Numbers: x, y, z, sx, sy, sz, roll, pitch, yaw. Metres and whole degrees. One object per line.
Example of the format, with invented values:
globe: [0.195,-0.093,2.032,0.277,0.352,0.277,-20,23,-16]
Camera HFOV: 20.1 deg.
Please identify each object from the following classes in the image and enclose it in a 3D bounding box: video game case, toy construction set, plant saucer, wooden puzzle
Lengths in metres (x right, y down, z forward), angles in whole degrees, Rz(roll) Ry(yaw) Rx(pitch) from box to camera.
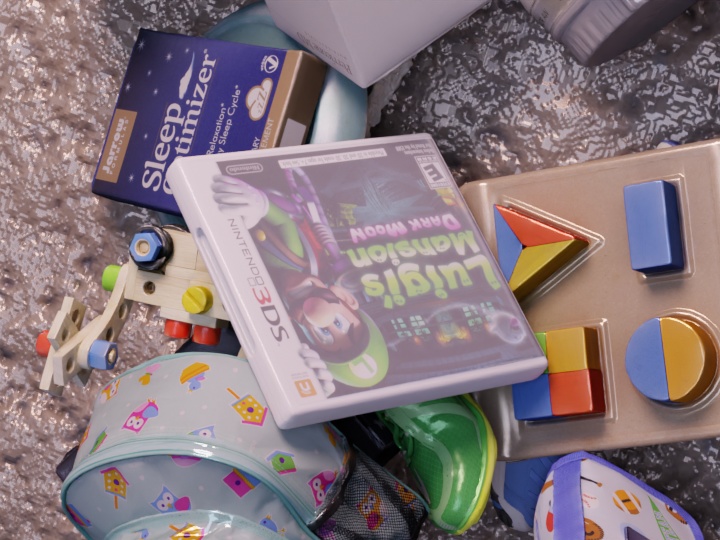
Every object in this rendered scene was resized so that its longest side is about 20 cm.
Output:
video game case: [0.000,0.000,1.246,0.023,0.199,0.182,-50,58,45]
toy construction set: [-0.106,0.041,1.310,0.199,0.092,0.132,9,95,5]
plant saucer: [-0.078,-0.093,1.379,0.200,0.027,0.201,-13,70,39]
wooden puzzle: [0.157,0.019,1.285,0.199,0.046,0.186,-8,80,21]

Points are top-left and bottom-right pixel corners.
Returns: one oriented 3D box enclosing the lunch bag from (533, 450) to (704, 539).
lunch bag: [0.168,0.234,1.265,0.123,0.170,0.200,-19,117,14]

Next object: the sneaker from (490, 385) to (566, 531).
sneaker: [0.141,0.083,1.348,0.077,0.076,0.201,21,100,19]

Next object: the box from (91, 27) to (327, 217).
box: [-0.115,-0.097,1.373,0.200,0.032,0.122,13,86,45]

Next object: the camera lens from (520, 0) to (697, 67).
camera lens: [0.141,-0.251,1.286,0.160,0.160,0.200,-38,83,15]

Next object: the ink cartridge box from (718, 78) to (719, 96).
ink cartridge box: [0.298,-0.195,1.222,0.084,0.146,0.200,28,81,14]

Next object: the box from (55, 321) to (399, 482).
box: [-0.083,0.124,1.402,0.200,0.104,0.148,-42,81,14]

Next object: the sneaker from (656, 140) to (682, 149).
sneaker: [0.281,-0.078,1.300,0.199,0.075,0.088,-21,87,16]

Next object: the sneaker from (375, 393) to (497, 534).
sneaker: [0.027,0.081,1.307,0.074,0.083,0.201,-53,48,48]

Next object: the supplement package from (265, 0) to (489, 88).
supplement package: [-0.013,-0.237,1.255,0.117,0.200,0.117,-37,42,-14]

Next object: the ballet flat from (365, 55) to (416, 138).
ballet flat: [-0.024,-0.106,1.393,0.072,0.072,0.201,29,101,13]

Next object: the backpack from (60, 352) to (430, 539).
backpack: [-0.082,0.150,1.226,0.175,0.154,0.200,-16,122,36]
